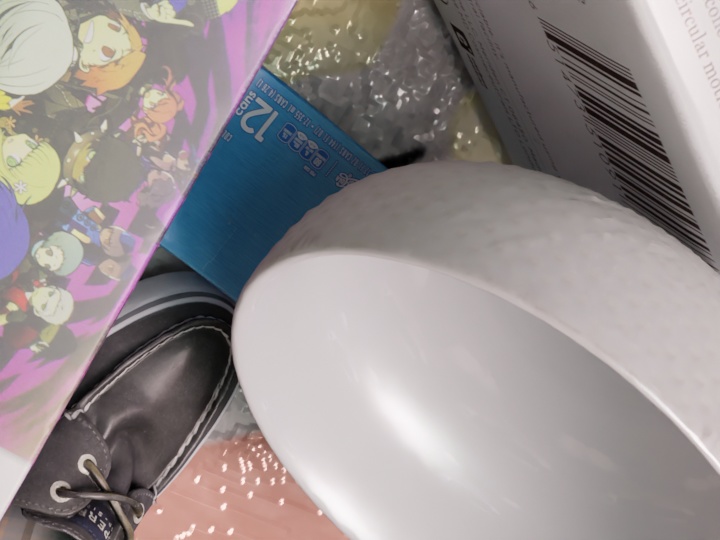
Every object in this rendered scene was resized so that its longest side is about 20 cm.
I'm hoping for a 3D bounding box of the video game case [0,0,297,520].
[{"bbox_3d":[-0.144,-0.046,0.801,0.181,0.036,0.200,30,95,-11],"label":"video game case"}]

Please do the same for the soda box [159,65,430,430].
[{"bbox_3d":[0.000,0.000,0.910,0.200,0.064,0.068,38,92,-32],"label":"soda box"}]

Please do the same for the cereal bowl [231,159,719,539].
[{"bbox_3d":[0.062,0.038,0.818,0.083,0.200,0.200,-53,126,-29],"label":"cereal bowl"}]

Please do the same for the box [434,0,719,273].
[{"bbox_3d":[0.117,-0.090,0.855,0.130,0.200,0.199,-33,120,-10],"label":"box"}]

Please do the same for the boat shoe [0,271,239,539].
[{"bbox_3d":[-0.108,0.084,0.886,0.200,0.066,0.070,-40,122,-8],"label":"boat shoe"}]
